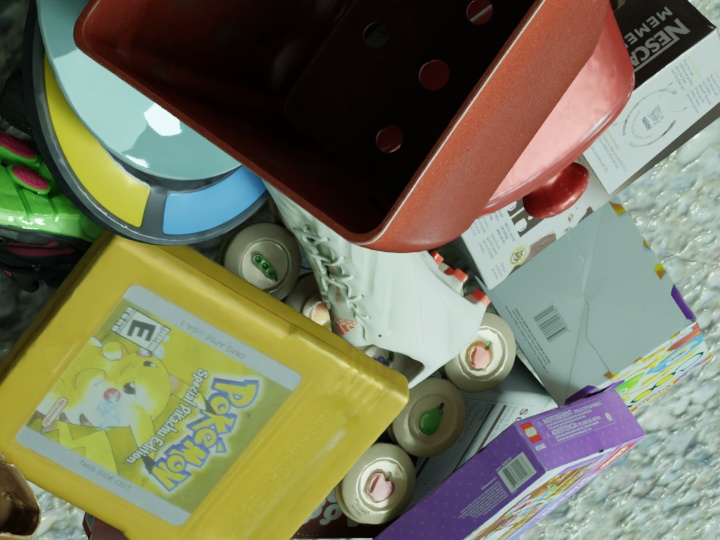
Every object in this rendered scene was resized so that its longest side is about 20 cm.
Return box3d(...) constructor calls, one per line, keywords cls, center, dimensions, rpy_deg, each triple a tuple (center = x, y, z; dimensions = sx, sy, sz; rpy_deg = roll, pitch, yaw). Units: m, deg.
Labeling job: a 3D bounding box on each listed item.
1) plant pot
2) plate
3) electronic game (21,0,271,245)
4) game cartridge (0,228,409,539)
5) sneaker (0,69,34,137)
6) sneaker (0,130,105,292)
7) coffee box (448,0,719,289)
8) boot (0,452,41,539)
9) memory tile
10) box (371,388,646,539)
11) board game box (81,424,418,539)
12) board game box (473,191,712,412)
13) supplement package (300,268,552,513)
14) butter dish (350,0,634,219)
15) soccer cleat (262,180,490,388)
box3d(cls="plant pot", center=(0.012, -0.123, 1.480), dimensions=(0.200, 0.200, 0.176), rpy_deg=(-54, 158, 0))
box3d(cls="plate", center=(-0.087, -0.148, 1.556), dimensions=(0.200, 0.026, 0.201), rpy_deg=(-2, 93, -44))
box3d(cls="electronic game", center=(-0.101, -0.113, 1.590), dimensions=(0.200, 0.042, 0.201), rpy_deg=(-5, 97, -42))
box3d(cls="game cartridge", center=(-0.102, 0.080, 1.664), dimensions=(0.200, 0.032, 0.176), rpy_deg=(31, 116, -17))
box3d(cls="sneaker", center=(-0.122, -0.093, 1.649), dimensions=(0.200, 0.074, 0.080), rpy_deg=(12, 104, -50))
box3d(cls="sneaker", center=(-0.189, -0.025, 1.639), dimensions=(0.200, 0.077, 0.084), rpy_deg=(18, 126, -37))
box3d(cls="coffee box", center=(0.119, -0.099, 1.795), dimensions=(0.200, 0.113, 0.080), rpy_deg=(-36, 142, -4))
box3d(cls="boot", center=(-0.282, 0.110, 1.633), dimensions=(0.200, 0.154, 0.074), rpy_deg=(34, 60, -61))
box3d(cls="memory tile", center=(-0.008, 0.041, 1.721), dimensions=(0.200, 0.017, 0.153), rpy_deg=(43, 81, -25))
box3d(cls="box", center=(0.067, 0.152, 1.791), dimensions=(0.200, 0.039, 0.137), rpy_deg=(-42, 165, 28))
box3d(cls="board game box", center=(-0.060, 0.117, 1.754), dimensions=(0.199, 0.019, 0.103), rpy_deg=(1, 125, -24))
box3d(cls="board game box", center=(0.154, 0.031, 1.889), dimensions=(0.103, 0.105, 0.200), rpy_deg=(-33, 168, 3))
box3d(cls="supplement package", center=(-0.001, 0.082, 1.866), dimensions=(0.200, 0.117, 0.118), rpy_deg=(8, 121, -44))
box3d(cls="butter dish", center=(0.079, -0.094, 1.675), dimensions=(0.200, 0.199, 0.148), rpy_deg=(-37, 112, -4))
box3d(cls="soccer cleat", center=(0.000, 0.000, 1.654), dimensions=(0.078, 0.069, 0.200), rpy_deg=(-50, 133, -3))
